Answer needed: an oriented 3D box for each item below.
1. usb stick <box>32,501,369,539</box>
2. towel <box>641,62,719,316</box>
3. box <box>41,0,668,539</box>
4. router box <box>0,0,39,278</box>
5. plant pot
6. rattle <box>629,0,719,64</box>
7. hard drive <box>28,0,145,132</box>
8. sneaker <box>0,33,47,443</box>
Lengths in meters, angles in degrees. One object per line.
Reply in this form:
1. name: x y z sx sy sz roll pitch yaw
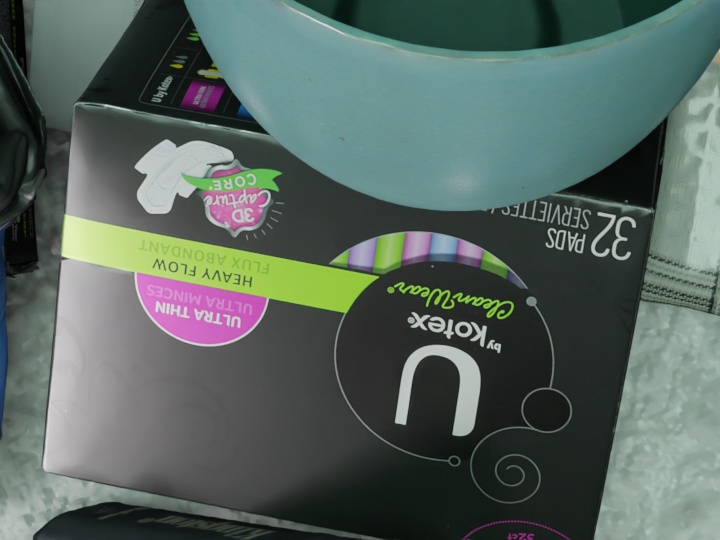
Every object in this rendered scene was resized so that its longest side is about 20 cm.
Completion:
1. usb stick: -0.050 0.108 0.959 0.055 0.199 0.033 -21 104 -37
2. towel: 0.212 -0.068 0.994 0.191 0.035 0.202 12 93 5
3. box: 0.000 0.000 0.953 0.198 0.124 0.150 10 116 5
4. router box: -0.206 -0.093 1.020 0.149 0.062 0.202 -3 92 4
5. plant pot: 0.031 -0.112 0.815 0.199 0.161 0.202 1 65 -1
6. rattle: 0.185 -0.128 0.896 0.199 0.130 0.144 19 105 25
7. hard drive: -0.023 -0.097 0.994 0.198 0.026 0.133 11 121 5
8. sneaker: -0.153 -0.004 0.927 0.076 0.111 0.202 -1 90 -19
